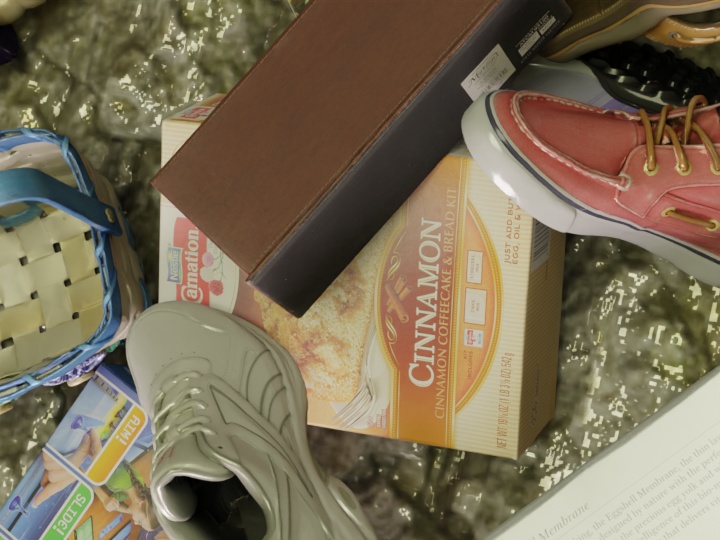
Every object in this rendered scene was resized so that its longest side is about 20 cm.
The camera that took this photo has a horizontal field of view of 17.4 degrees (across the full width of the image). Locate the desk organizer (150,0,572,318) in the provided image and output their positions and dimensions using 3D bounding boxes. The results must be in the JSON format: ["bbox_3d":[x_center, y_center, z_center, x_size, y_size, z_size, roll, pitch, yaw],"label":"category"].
[{"bbox_3d":[0.000,-0.082,1.122,0.077,0.072,0.200,43,92,23],"label":"desk organizer"}]

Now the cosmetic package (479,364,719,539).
[{"bbox_3d":[0.165,0.182,1.136,0.199,0.123,0.200,-37,77,12],"label":"cosmetic package"}]

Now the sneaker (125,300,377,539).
[{"bbox_3d":[-0.069,0.086,1.140,0.078,0.099,0.200,-49,55,20],"label":"sneaker"}]

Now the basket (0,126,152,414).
[{"bbox_3d":[-0.203,0.001,1.230,0.176,0.200,0.139,-22,73,17],"label":"basket"}]

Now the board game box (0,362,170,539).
[{"bbox_3d":[-0.142,0.170,1.284,0.135,0.034,0.200,38,97,17],"label":"board game box"}]

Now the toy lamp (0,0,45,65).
[{"bbox_3d":[-0.164,-0.169,1.312,0.200,0.058,0.058,-29,77,12],"label":"toy lamp"}]

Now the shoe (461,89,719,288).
[{"bbox_3d":[0.146,-0.058,1.123,0.091,0.200,0.071,-40,44,33],"label":"shoe"}]

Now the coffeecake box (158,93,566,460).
[{"bbox_3d":[0.000,0.000,1.210,0.200,0.073,0.154,8,108,19],"label":"coffeecake box"}]

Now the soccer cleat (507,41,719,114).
[{"bbox_3d":[0.106,-0.083,1.218,0.200,0.068,0.073,14,114,14],"label":"soccer cleat"}]

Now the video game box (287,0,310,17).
[{"bbox_3d":[0.041,-0.203,1.212,0.200,0.047,0.182,-37,45,12],"label":"video game box"}]

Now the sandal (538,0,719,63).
[{"bbox_3d":[0.156,-0.134,1.114,0.054,0.200,0.080,37,63,-20],"label":"sandal"}]
